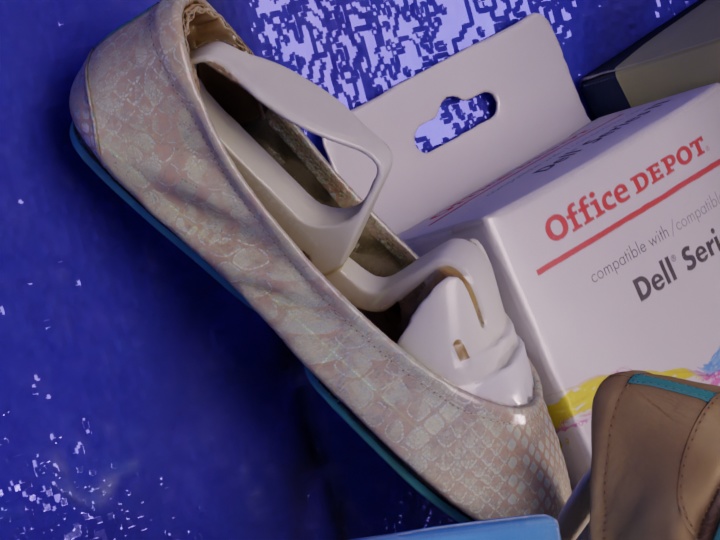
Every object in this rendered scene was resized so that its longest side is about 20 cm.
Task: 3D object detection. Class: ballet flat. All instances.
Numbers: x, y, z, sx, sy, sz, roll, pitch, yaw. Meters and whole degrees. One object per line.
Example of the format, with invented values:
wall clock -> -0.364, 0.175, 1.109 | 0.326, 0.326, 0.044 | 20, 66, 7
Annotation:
ballet flat -> 0.079, 0.116, 0.808 | 0.069, 0.063, 0.200 | -25, 134, -51
ballet flat -> 0.000, 0.000, 0.794 | 0.200, 0.062, 0.067 | 42, 28, -7

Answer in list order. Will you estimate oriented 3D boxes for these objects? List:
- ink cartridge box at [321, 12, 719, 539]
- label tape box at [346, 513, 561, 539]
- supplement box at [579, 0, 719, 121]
ink cartridge box -> 0.081, 0.019, 0.878 | 0.117, 0.067, 0.200 | -31, 99, -36
label tape box -> 0.005, 0.172, 0.725 | 0.143, 0.066, 0.200 | -1, 79, -47
supplement box -> 0.218, -0.024, 0.905 | 0.134, 0.200, 0.200 | -34, 101, -35
